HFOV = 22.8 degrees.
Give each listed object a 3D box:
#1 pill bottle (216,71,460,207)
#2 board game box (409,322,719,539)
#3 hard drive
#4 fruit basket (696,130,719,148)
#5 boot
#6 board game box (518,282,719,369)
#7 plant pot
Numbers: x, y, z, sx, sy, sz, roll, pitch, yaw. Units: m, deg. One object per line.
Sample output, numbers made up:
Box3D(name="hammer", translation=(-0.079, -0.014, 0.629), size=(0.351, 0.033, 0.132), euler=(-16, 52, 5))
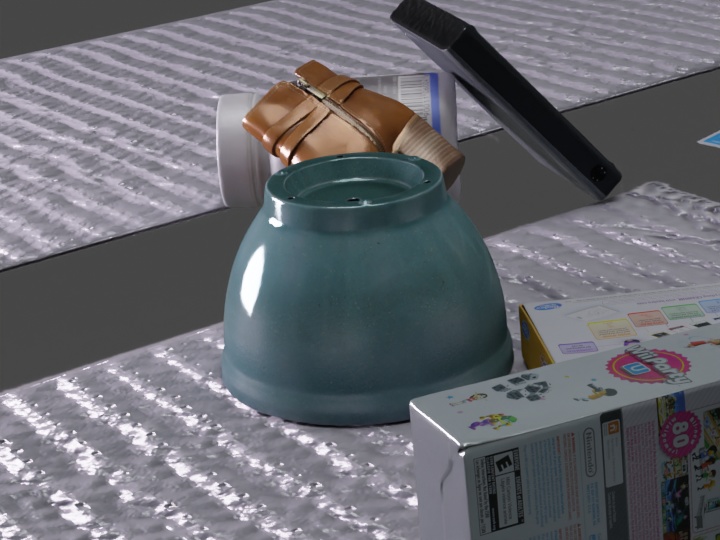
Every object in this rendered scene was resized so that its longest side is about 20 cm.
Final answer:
Box3D(name="pill bottle", translation=(-0.017, -0.105, 1.501), size=(0.199, 0.114, 0.114), euler=(-3, 21, 4))
Box3D(name="board game box", translation=(0.129, 0.116, 0.845), size=(0.199, 0.148, 0.064), euler=(-12, 20, -20))
Box3D(name="hard drive", translation=(0.121, -0.148, 1.505), size=(0.033, 0.200, 0.140), euler=(-48, 26, 2))
Box3D(name="fruit basket", translation=(0.419, -0.134, 1.523), size=(0.199, 0.094, 0.185), euler=(-21, 26, -30))
Box3D(name="boot", translation=(-0.031, -0.079, 1.371), size=(0.155, 0.077, 0.200), euler=(35, 56, 15))
Box3D(name="board game box", translation=(0.191, 0.067, 1.109), size=(0.152, 0.041, 0.200), euler=(-6, 21, -4))
Box3D(name="plant pot", translation=(0.000, 0.000, 1.192), size=(0.199, 0.135, 0.200), euler=(-4, 21, 1))
